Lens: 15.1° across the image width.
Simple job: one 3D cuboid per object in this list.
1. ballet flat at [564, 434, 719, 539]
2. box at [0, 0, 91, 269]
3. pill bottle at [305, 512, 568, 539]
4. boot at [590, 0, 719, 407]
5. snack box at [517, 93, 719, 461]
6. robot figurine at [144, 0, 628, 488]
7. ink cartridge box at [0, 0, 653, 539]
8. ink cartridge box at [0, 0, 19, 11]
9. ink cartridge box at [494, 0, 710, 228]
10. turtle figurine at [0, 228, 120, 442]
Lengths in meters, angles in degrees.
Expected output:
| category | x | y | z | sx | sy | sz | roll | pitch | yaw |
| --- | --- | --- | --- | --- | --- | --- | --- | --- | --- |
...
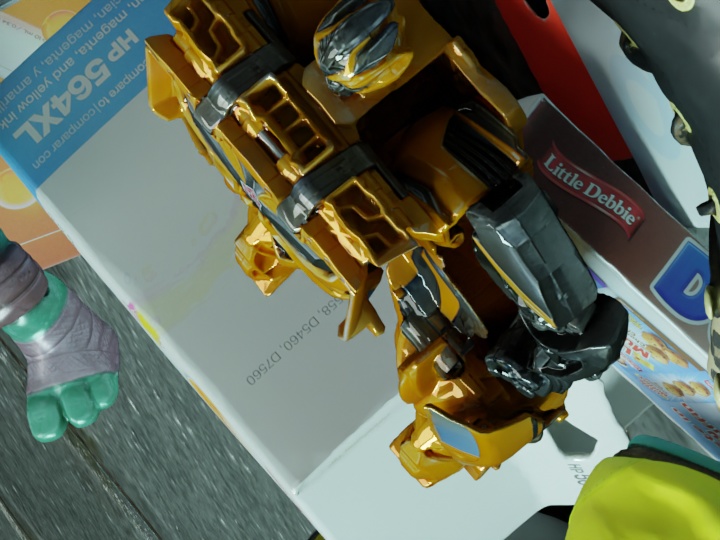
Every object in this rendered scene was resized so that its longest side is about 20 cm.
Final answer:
| category | x | y | z | sx | sy | sz | roll | pitch | yaw |
| --- | --- | --- | --- | --- | --- | --- | --- | --- | --- |
| ballet flat | 0.131 | 0.097 | 0.671 | 0.199 | 0.067 | 0.067 | 15 | 150 | 37 |
| box | -0.126 | -0.111 | 1.003 | 0.098 | 0.124 | 0.201 | -113 | 3 | -49 |
| pill bottle | 0.043 | 0.146 | 1.053 | 0.112 | 0.112 | 0.200 | 59 | 164 | -8 |
| boot | 0.075 | -0.042 | 0.574 | 0.199 | 0.073 | 0.151 | 11 | 127 | 37 |
| snack box | 0.101 | 0.031 | 0.718 | 0.200 | 0.024 | 0.072 | 42 | 168 | -12 |
| robot figurine | 0.003 | -0.015 | 0.627 | 0.145 | 0.058 | 0.200 | 50 | 174 | 16 |
| ink cartridge box | 0.000 | 0.000 | 0.836 | 0.200 | 0.125 | 0.129 | 48 | 177 | 30 |
| ink cartridge box | -0.180 | -0.161 | 0.872 | 0.198 | 0.199 | 0.047 | 60 | -174 | -19 |
| ink cartridge box | 0.048 | -0.089 | 0.708 | 0.161 | 0.047 | 0.200 | 60 | 162 | -10 |
| turtle figurine | -0.159 | -0.027 | 0.842 | 0.149 | 0.101 | 0.200 | 10 | 145 | 40 |
